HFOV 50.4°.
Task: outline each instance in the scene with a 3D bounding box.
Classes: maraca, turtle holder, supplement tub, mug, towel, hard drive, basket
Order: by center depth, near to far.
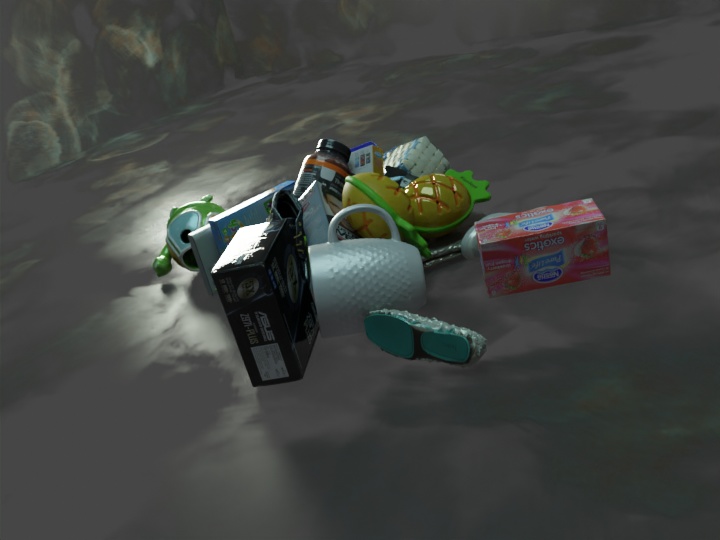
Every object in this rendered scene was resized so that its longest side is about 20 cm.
[{"bbox_3d":[0.009,-0.004,1.216,0.173,0.203,0.148,-8,4,-2],"label":"mug"},{"bbox_3d":[0.046,-0.092,1.315,0.200,0.137,0.107,42,88,24],"label":"maraca"},{"bbox_3d":[0.152,-0.130,1.420,0.199,0.108,0.137,-31,53,-25],"label":"maraca"},{"bbox_3d":[0.165,-0.056,1.435,0.198,0.035,0.133,-18,26,-9],"label":"towel"},{"bbox_3d":[-0.081,-0.158,1.523,0.106,0.107,0.202,7,73,40],"label":"supplement tub"},{"bbox_3d":[-0.240,-0.053,1.543,0.199,0.133,0.027,-31,28,-31],"label":"hard drive"},{"bbox_3d":[0.082,-0.180,1.636,0.199,0.139,0.177,-24,22,47],"label":"basket"},{"bbox_3d":[-0.364,-0.065,1.640,0.183,0.142,0.133,-6,41,-3],"label":"turtle holder"}]

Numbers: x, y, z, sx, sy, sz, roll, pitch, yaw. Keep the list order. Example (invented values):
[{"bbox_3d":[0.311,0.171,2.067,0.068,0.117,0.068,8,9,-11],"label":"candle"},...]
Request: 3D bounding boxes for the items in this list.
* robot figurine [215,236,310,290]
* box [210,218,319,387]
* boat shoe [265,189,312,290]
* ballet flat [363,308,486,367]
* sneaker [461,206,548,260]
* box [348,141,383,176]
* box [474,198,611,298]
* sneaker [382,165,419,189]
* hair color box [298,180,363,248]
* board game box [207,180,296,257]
[{"bbox_3d":[-0.167,0.001,1.407,0.174,0.117,0.199,20,42,41],"label":"robot figurine"},{"bbox_3d":[-0.139,0.048,1.184,0.085,0.202,0.164,-10,23,13],"label":"box"},{"bbox_3d":[-0.125,-0.042,1.314,0.070,0.091,0.202,-5,52,-19],"label":"boat shoe"},{"bbox_3d":[0.097,0.099,1.117,0.198,0.073,0.072,13,36,37],"label":"ballet flat"},{"bbox_3d":[0.272,-0.063,1.316,0.198,0.074,0.085,-19,22,-13],"label":"sneaker"},{"bbox_3d":[-0.007,-0.166,1.566,0.118,0.203,0.041,-14,-17,39],"label":"box"},{"bbox_3d":[0.291,-0.035,1.234,0.197,0.104,0.095,-11,25,7],"label":"box"},{"bbox_3d":[0.030,-0.118,1.477,0.081,0.073,0.200,33,68,21],"label":"sneaker"},{"bbox_3d":[-0.046,-0.066,1.369,0.061,0.098,0.201,-45,36,21],"label":"hair color box"},{"bbox_3d":[-0.193,-0.071,1.533,0.199,0.153,0.036,-31,27,-33],"label":"board game box"}]
